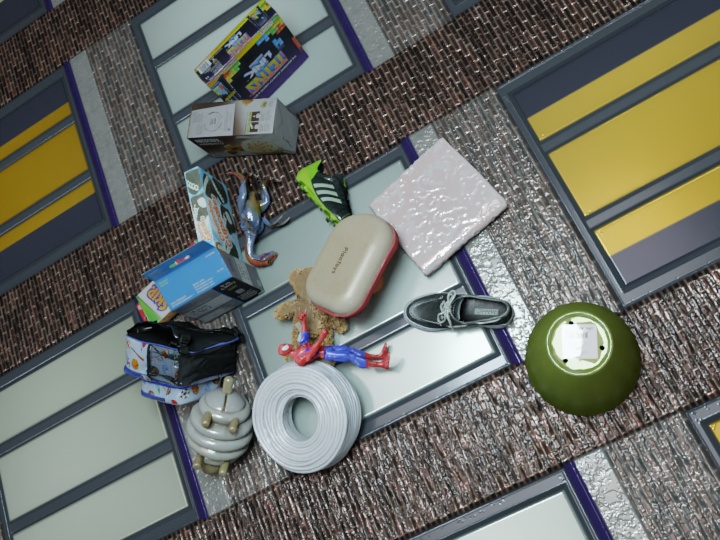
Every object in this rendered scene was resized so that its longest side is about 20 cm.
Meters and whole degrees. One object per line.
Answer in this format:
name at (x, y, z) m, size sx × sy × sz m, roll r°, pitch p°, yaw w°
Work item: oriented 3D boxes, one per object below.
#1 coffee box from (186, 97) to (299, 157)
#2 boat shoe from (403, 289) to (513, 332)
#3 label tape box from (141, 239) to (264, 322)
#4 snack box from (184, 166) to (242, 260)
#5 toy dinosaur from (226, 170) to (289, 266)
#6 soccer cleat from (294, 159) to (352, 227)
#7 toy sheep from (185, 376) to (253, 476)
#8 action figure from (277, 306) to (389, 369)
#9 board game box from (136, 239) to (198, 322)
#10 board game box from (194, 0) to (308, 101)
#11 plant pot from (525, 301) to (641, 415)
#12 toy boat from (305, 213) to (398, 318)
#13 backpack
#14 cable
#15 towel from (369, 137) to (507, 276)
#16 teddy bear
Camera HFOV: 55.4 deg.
coffee box at (-0.242, -0.293, 1.421) m, size 0.198 × 0.114 × 0.081 m, roll 1°, pitch 77°, yaw 19°
boat shoe at (0.167, 0.072, 1.209) m, size 0.198 × 0.068 × 0.074 m, roll 5°, pitch 78°, yaw 21°
label tape box at (-0.297, 0.027, 1.314) m, size 0.143 × 0.200 × 0.064 m, roll -28°, pitch 68°, yaw 11°
snack box at (-0.295, -0.099, 1.391) m, size 0.037 × 0.116 × 0.202 m, roll -21°, pitch 71°, yaw 13°
toy dinosaur at (-0.212, -0.104, 1.406) m, size 0.200 × 0.104 × 0.183 m, roll 17°, pitch 96°, yaw 59°
soccer cleat at (-0.050, -0.140, 1.344) m, size 0.081 × 0.068 × 0.200 m, roll -38°, pitch 67°, yaw -6°
toy sheep at (-0.258, 0.288, 1.266) m, size 0.137 × 0.138 × 0.201 m, roll 27°, pitch 109°, yaw 23°
action figure at (-0.048, 0.123, 1.224) m, size 0.198 × 0.065 × 0.100 m, roll 1°, pitch 105°, yaw -6°
board game box at (-0.389, 0.036, 1.434) m, size 0.200 × 0.030 × 0.096 m, roll -44°, pitch 58°, yaw 7°
board game box at (-0.221, -0.429, 1.419) m, size 0.200 × 0.165 × 0.057 m, roll -44°, pitch 66°, yaw 5°
plant pot at (0.339, 0.125, 1.063) m, size 0.185 × 0.200 × 0.189 m, roll -5°, pitch 75°, yaw 19°
toy boat at (0.000, 0.000, 1.254) m, size 0.130 × 0.131 × 0.201 m, roll 22°, pitch 80°, yaw 37°
backpack at (-0.353, 0.167, 1.320) m, size 0.189 × 0.200 × 0.156 m, roll 15°, pitch 95°, yaw 25°
cable at (-0.099, 0.261, 1.239) m, size 0.200 × 0.069 × 0.200 m, roll -45°, pitch 72°, yaw 17°
towel at (0.141, -0.120, 1.286) m, size 0.200 × 0.032 × 0.191 m, roll -41°, pitch 66°, yaw 5°
teddy bear at (-0.092, 0.096, 1.305) m, size 0.144 × 0.067 × 0.202 m, roll -19°, pitch 78°, yaw 19°
